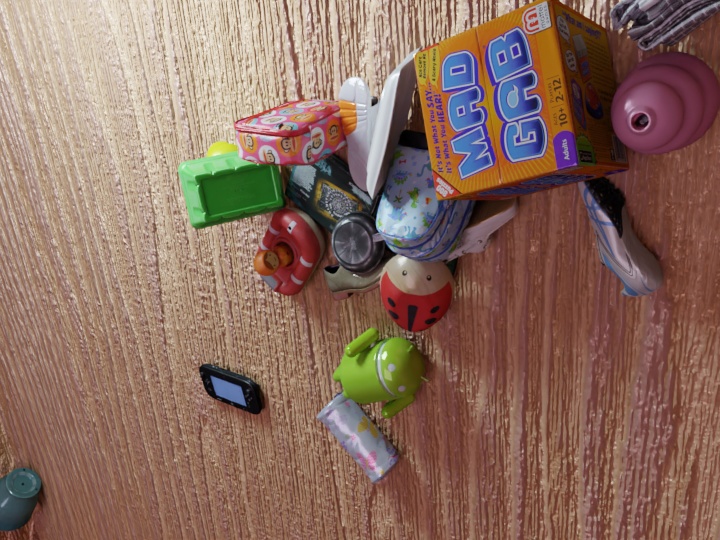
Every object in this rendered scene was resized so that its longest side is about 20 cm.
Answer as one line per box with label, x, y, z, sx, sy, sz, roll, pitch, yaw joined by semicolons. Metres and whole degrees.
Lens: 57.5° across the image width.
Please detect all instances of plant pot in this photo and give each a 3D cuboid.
plant pot;-1.375;0.894;2.613;0.200;0.200;0.188;45;115;12

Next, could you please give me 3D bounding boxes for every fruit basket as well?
fruit basket;-0.260;-0.180;1.325;0.213;0.215;0.158;1;109;36

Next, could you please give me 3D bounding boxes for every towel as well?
towel;0.402;-0.334;0.752;0.199;0.165;0.086;-33;95;41

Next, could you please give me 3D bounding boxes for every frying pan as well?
frying pan;0.023;-0.044;1.195;0.188;0.031;0.117;14;102;28

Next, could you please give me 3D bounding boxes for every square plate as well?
square plate;0.051;-0.240;1.037;0.028;0.199;0.202;16;121;7

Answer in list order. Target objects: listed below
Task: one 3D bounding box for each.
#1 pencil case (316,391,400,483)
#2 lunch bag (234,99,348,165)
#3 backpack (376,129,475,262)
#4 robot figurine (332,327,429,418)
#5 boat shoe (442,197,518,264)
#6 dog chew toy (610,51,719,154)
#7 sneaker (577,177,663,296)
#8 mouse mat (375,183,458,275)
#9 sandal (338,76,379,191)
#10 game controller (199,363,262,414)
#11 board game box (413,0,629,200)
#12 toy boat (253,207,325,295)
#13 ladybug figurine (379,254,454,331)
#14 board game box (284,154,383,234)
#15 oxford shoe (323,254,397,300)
pencil case;-0.006;0.359;1.410;0.200;0.083;0.091;46;123;11
lunch bag;-0.122;-0.247;1.162;0.174;0.200;0.083;12;121;32
backpack;0.106;-0.114;1.051;0.162;0.153;0.203;19;104;29
robot figurine;0.040;0.196;1.283;0.198;0.116;0.177;-17;108;39
boat shoe;0.190;-0.064;1.097;0.069;0.071;0.199;43;136;-20
dog chew toy;0.368;-0.200;0.810;0.123;0.199;0.126;15;117;30
sneaker;0.367;-0.052;0.963;0.072;0.071;0.202;-31;86;49
mouse mat;0.098;-0.090;1.190;0.198;0.008;0.163;24;122;26
sandal;0.010;-0.239;1.132;0.079;0.059;0.209;37;144;39
game controller;-0.328;0.299;1.655;0.198;0.042;0.106;12;116;34
board game box;0.220;-0.214;0.889;0.198;0.199;0.203;-10;89;39
toy boat;-0.163;-0.030;1.329;0.130;0.130;0.201;43;129;14
ladybug figurine;0.097;0.047;1.163;0.134;0.073;0.201;7;144;10
board game box;-0.053;-0.147;1.260;0.200;0.028;0.136;40;128;19
oxford shoe;0.000;0.000;1.254;0.199;0.070;0.075;-22;103;40
